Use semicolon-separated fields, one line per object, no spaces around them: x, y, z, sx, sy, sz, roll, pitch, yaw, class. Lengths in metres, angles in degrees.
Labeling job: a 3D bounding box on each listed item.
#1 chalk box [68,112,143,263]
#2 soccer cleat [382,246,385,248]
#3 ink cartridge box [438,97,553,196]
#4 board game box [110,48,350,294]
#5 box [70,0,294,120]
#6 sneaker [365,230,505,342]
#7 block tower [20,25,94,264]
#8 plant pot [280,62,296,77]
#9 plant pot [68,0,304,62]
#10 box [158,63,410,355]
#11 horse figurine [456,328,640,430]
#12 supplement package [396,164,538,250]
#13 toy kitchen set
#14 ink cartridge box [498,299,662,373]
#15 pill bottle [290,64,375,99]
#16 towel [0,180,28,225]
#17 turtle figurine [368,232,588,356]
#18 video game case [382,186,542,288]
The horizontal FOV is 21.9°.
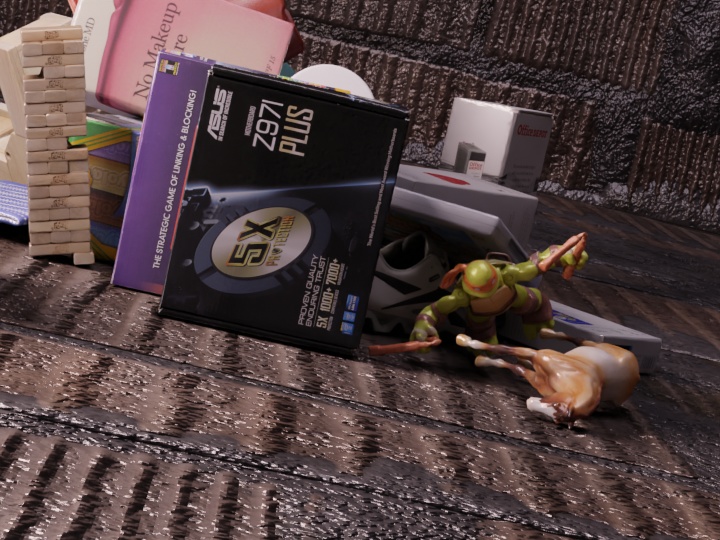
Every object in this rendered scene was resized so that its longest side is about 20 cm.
-0.158;-0.058;1.682;0.199;0.124;0.124;17;7;19;chalk box
0.000;0.000;1.724;0.076;0.067;0.200;4;0;11;soccer cleat
0.149;-0.098;2.192;0.083;0.201;0.147;16;8;23;ink cartridge box
-0.108;-0.070;1.560;0.165;0.201;0.057;12;9;-6;board game box
-0.179;-0.201;1.768;0.199;0.128;0.109;18;-3;-10;box
0.065;0.012;1.665;0.200;0.089;0.074;6;18;-43;sneaker
-0.261;-0.106;1.597;0.058;0.201;0.054;-4;11;-10;block tower
-0.139;-0.136;2.051;0.200;0.201;0.161;11;21;-18;plant pot
-0.173;-0.251;1.912;0.195;0.201;0.201;-26;10;0;plant pot
-0.061;-0.050;1.492;0.163;0.201;0.086;13;7;-3;box
0.168;0.082;1.499;0.132;0.050;0.200;18;9;35;horse figurine
0.070;-0.043;1.965;0.200;0.120;0.121;5;12;-46;supplement package
-0.324;-0.192;1.918;0.163;0.181;0.200;-32;34;-32;toy kitchen set
0.178;0.052;1.777;0.200;0.039;0.099;22;12;42;ink cartridge box
-0.034;-0.123;1.785;0.113;0.114;0.200;13;-11;1;pill bottle
-0.327;-0.059;1.738;0.144;0.024;0.200;10;8;19;towel
0.100;0.025;1.548;0.065;0.200;0.161;60;3;21;turtle figurine
0.054;-0.040;1.696;0.199;0.022;0.182;18;-10;22;video game case
